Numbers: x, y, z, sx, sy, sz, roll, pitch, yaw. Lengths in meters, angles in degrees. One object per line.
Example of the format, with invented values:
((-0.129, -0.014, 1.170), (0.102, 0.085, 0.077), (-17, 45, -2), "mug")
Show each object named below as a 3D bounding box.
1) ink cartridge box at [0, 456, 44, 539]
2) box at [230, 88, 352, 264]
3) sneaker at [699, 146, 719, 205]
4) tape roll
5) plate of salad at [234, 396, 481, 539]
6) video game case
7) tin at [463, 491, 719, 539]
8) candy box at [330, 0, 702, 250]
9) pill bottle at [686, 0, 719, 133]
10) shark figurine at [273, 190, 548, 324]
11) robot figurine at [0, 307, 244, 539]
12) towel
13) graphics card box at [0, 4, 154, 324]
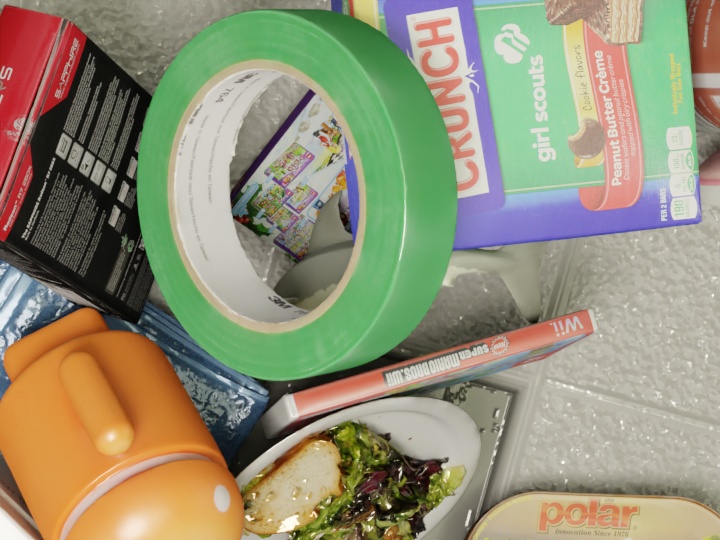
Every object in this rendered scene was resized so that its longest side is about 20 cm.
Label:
((-0.245, 0.241, 1.168), (0.200, 0.146, 0.147), (-45, 101, -3), "ink cartridge box")
((0.025, -0.075, 1.201), (0.136, 0.039, 0.200), (36, 115, -11), "box")
((0.296, -0.119, 1.269), (0.199, 0.075, 0.106), (-23, 103, -15), "sneaker")
((-0.039, -0.043, 1.057), (0.048, 0.199, 0.203), (-9, 99, -49), "tape roll")
((-0.008, 0.154, 1.198), (0.198, 0.048, 0.201), (-20, 143, -16), "plate of salad")
((0.039, 0.067, 1.203), (0.198, 0.143, 0.018), (-16, 83, -11), "video game case")
((0.162, 0.206, 1.281), (0.198, 0.042, 0.113), (4, 86, -6), "tin")
((0.089, -0.103, 1.109), (0.198, 0.077, 0.171), (-6, 95, -9), "candy box")
((0.231, -0.142, 1.186), (0.111, 0.200, 0.114), (-2, 97, -21), "pill bottle")
((0.010, -0.010, 1.175), (0.213, 0.128, 0.090), (-17, 58, 23), "shark figurine")
((-0.140, 0.117, 1.114), (0.116, 0.201, 0.144), (1, 133, -41), "robot figurine")
((-0.162, 0.069, 1.218), (0.199, 0.049, 0.112), (36, 89, -12), "towel")
((-0.164, -0.056, 1.099), (0.050, 0.200, 0.127), (15, 80, 22), "graphics card box")
